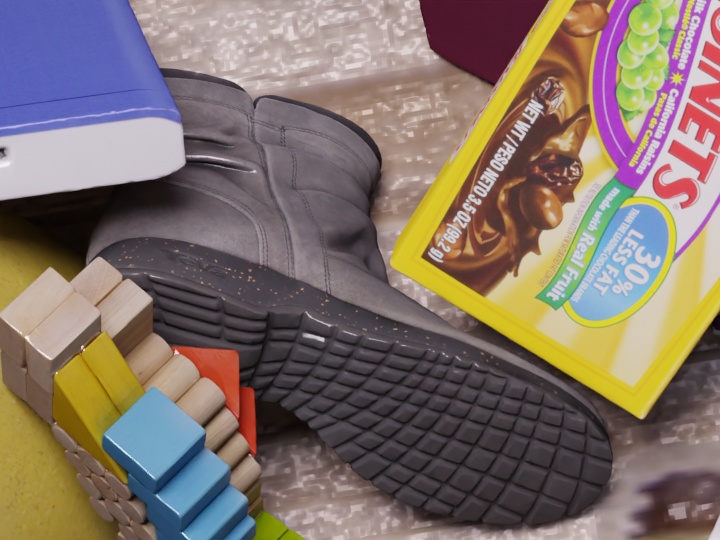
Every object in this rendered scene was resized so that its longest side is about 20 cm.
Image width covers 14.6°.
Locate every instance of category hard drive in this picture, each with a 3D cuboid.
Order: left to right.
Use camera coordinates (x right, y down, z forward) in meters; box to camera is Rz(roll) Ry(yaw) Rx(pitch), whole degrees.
[{"bbox_3d":[-0.139,-0.068,0.957,0.131,0.026,0.200,-9,23,-9],"label":"hard drive"}]

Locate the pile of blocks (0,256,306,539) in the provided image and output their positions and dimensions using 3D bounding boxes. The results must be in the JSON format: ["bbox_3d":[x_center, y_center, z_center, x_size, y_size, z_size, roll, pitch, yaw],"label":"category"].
[{"bbox_3d":[-0.042,0.071,0.894,0.082,0.201,0.062,16,53,47],"label":"pile of blocks"}]

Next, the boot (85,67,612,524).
[{"bbox_3d":[0.000,0.000,0.967,0.199,0.070,0.132,25,37,-15],"label":"boot"}]

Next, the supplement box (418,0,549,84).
[{"bbox_3d":[0.106,-0.166,0.992,0.103,0.131,0.201,26,73,17],"label":"supplement box"}]

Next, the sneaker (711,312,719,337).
[{"bbox_3d":[0.162,-0.008,0.945,0.198,0.088,0.075,2,69,8],"label":"sneaker"}]

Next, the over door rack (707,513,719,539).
[{"bbox_3d":[0.197,0.047,0.882,0.147,0.067,0.201,27,112,16],"label":"over door rack"}]

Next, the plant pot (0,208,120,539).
[{"bbox_3d":[-0.166,0.049,0.936,0.198,0.142,0.202,-2,68,6],"label":"plant pot"}]

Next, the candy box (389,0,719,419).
[{"bbox_3d":[0.101,-0.057,0.892,0.102,0.026,0.201,30,114,-5],"label":"candy box"}]
